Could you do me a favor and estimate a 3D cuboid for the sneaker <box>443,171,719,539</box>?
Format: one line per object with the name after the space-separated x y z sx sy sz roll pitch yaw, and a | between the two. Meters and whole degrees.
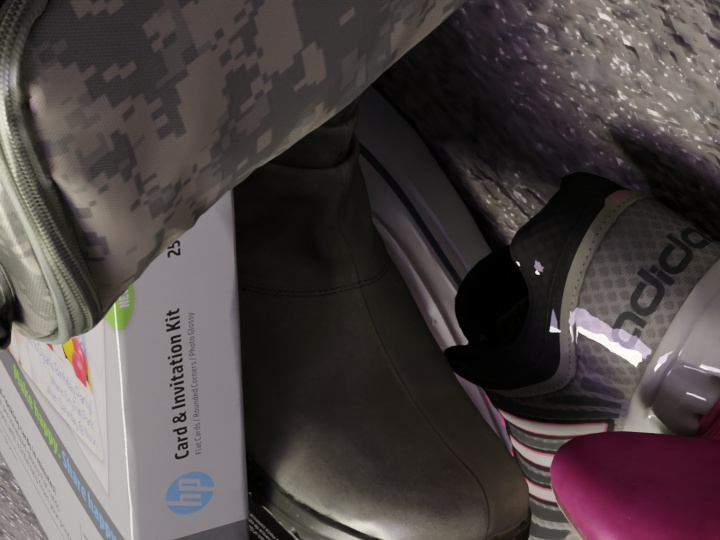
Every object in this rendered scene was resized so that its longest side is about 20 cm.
0.066 0.032 0.878 0.087 0.074 0.200 39 155 10 | sneaker

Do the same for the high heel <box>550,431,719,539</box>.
0.147 0.064 0.750 0.199 0.067 0.096 26 131 17 | high heel

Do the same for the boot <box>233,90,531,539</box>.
-0.013 -0.015 0.834 0.200 0.067 0.131 46 137 40 | boot

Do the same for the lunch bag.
-0.052 -0.101 0.657 0.168 0.200 0.139 56 159 -24 | lunch bag

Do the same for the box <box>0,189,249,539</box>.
-0.078 0.002 0.845 0.156 0.041 0.201 -128 30 -48 | box

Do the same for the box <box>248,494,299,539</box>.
-0.030 0.131 1.076 0.200 0.035 0.110 44 162 3 | box

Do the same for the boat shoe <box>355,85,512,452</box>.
0.000 0.000 0.944 0.200 0.067 0.073 47 160 -11 | boat shoe

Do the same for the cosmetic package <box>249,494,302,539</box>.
0.009 0.097 1.103 0.051 0.083 0.200 28 155 42 | cosmetic package
